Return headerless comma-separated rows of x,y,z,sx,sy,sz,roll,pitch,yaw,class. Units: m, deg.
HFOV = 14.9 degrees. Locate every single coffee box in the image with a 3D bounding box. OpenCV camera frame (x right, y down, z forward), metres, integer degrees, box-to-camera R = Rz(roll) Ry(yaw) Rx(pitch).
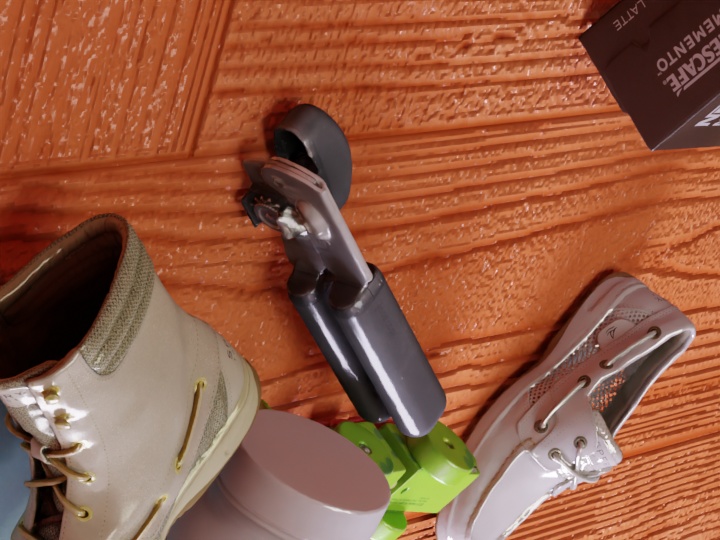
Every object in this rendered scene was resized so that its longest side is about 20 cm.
0.231,-0.130,1.535,0.200,0.080,0.114,-7,152,-51,coffee box

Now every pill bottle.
-0.066,0.173,1.356,0.112,0.112,0.200,-1,125,-53,pill bottle

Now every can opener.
0.000,0.000,1.374,0.067,0.053,0.200,-55,141,-23,can opener

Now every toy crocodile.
-0.001,0.104,1.469,0.068,0.062,0.200,-45,155,23,toy crocodile

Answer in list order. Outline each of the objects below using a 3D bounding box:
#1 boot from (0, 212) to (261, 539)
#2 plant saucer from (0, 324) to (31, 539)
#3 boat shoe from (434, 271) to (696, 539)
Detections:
-0.134,0.086,1.211,0.200,0.072,0.155,-56,148,-15,boot
-0.167,0.104,1.270,0.200,0.027,0.200,-34,140,-35,plant saucer
0.122,0.093,1.610,0.200,0.069,0.071,-53,148,-10,boat shoe
